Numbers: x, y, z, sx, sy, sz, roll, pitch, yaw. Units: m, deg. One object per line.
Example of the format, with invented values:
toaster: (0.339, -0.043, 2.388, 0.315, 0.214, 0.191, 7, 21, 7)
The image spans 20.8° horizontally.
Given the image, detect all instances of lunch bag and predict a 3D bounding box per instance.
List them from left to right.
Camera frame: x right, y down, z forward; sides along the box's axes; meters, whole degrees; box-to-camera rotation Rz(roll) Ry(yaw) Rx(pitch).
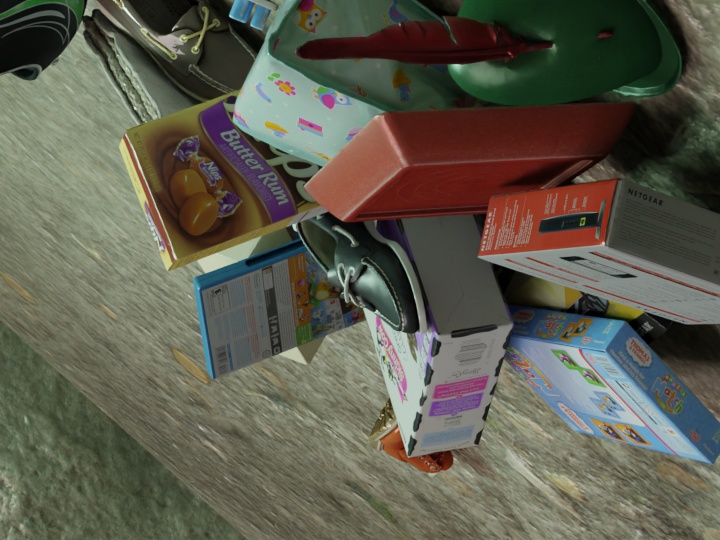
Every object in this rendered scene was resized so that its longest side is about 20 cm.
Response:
lunch bag: (0.016, -0.136, 1.514, 0.199, 0.123, 0.170, 27, 162, -7)

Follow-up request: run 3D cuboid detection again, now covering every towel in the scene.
towel: (-0.173, -0.163, 1.783, 0.132, 0.035, 0.200, 22, -156, -44)

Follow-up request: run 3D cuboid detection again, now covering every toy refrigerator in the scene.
toy refrigerator: (-0.096, 0.008, 1.973, 0.075, 0.070, 0.200, 19, 157, 29)

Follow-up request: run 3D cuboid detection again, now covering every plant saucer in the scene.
plant saucer: (0.078, -0.075, 1.445, 0.198, 0.037, 0.200, -3, 168, -18)

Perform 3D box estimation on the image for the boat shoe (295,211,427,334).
boat shoe: (0.000, 0.000, 1.658, 0.200, 0.060, 0.076, -129, 28, -59)

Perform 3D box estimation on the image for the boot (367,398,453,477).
boot: (0.068, 0.196, 2.345, 0.107, 0.075, 0.200, 32, 171, 7)

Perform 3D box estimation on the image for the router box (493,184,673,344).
router box: (0.181, 0.007, 1.655, 0.157, 0.052, 0.200, 37, 163, 3)

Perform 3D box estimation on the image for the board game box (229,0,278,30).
board game box: (-0.193, -0.257, 1.574, 0.199, 0.026, 0.200, 17, -168, -42)

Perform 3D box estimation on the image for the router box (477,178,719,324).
router box: (0.213, -0.009, 1.420, 0.198, 0.049, 0.179, 17, 171, -25)

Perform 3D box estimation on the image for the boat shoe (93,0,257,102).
boat shoe: (-0.158, -0.215, 1.738, 0.200, 0.072, 0.060, 40, 164, 6)

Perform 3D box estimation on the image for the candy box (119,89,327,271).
candy box: (-0.089, -0.091, 1.645, 0.118, 0.198, 0.056, 67, 162, 5)

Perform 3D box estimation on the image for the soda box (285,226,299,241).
soda box: (-0.066, -0.055, 1.970, 0.068, 0.064, 0.200, 22, 156, 40)

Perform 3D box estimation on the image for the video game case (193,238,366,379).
video game case: (-0.062, 0.023, 1.915, 0.144, 0.198, 0.018, 86, 158, -49)

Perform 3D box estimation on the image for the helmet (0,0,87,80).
helmet: (-0.336, -0.265, 1.756, 0.199, 0.190, 0.202, 15, 112, 42)

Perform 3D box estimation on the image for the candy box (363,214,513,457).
candy box: (0.063, 0.039, 1.720, 0.201, 0.071, 0.169, 99, 158, -54)

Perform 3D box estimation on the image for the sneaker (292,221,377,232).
sneaker: (-0.045, -0.089, 1.773, 0.199, 0.100, 0.078, 36, 172, 7)

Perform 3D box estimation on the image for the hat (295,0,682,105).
hat: (0.086, -0.121, 1.304, 0.199, 0.177, 0.166, 34, 163, 10)

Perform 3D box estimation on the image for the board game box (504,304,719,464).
board game box: (0.203, 0.094, 1.679, 0.151, 0.037, 0.199, 45, 162, -24)
